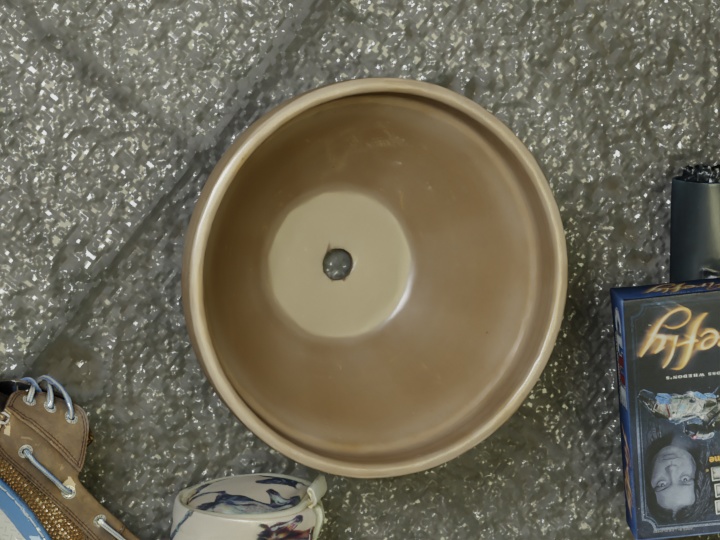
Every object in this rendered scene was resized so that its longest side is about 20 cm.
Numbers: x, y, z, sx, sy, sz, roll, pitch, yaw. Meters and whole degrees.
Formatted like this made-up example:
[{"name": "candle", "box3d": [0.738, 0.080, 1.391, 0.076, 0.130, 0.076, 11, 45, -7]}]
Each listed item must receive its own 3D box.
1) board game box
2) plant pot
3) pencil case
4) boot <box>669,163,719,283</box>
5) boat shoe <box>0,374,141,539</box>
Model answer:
[{"name": "board game box", "box3d": [0.240, 0.068, 1.018, 0.199, 0.035, 0.136, -6, 102, -1]}, {"name": "plant pot", "box3d": [0.000, 0.000, 0.982, 0.200, 0.093, 0.202, -2, 97, -16]}, {"name": "pencil case", "box3d": [-0.058, 0.205, 0.991, 0.089, 0.078, 0.201, 2, 95, 4]}, {"name": "boot", "box3d": [0.261, 0.027, 1.070, 0.199, 0.076, 0.169, 7, 97, -11]}, {"name": "boat shoe", "box3d": [-0.174, 0.090, 0.956, 0.072, 0.072, 0.200, -36, 114, -15]}]
